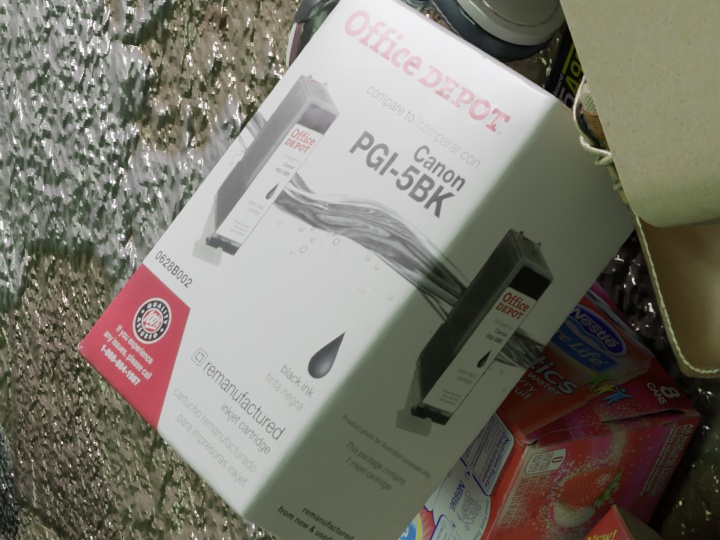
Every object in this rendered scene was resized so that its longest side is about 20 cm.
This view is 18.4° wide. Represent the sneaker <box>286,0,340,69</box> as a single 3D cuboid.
[{"bbox_3d":[0.022,-0.029,1.019,0.116,0.075,0.201,-117,13,-56],"label":"sneaker"}]

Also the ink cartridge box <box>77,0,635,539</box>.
[{"bbox_3d":[0.000,0.000,0.901,0.200,0.083,0.147,-53,44,0],"label":"ink cartridge box"}]

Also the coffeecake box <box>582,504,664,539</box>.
[{"bbox_3d":[0.079,0.217,0.888,0.200,0.073,0.154,-48,21,10],"label":"coffeecake box"}]

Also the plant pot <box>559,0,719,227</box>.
[{"bbox_3d":[0.164,-0.110,0.662,0.177,0.199,0.201,-32,70,46],"label":"plant pot"}]

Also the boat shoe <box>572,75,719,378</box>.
[{"bbox_3d":[0.111,-0.060,0.821,0.076,0.073,0.201,-8,91,58],"label":"boat shoe"}]

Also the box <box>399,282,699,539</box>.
[{"bbox_3d":[0.058,0.108,0.996,0.100,0.095,0.201,55,139,38],"label":"box"}]

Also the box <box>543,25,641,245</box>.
[{"bbox_3d":[0.152,-0.093,0.861,0.160,0.044,0.201,53,138,39],"label":"box"}]

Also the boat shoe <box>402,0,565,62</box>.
[{"bbox_3d":[0.040,-0.143,0.986,0.200,0.072,0.062,-111,37,-47],"label":"boat shoe"}]
